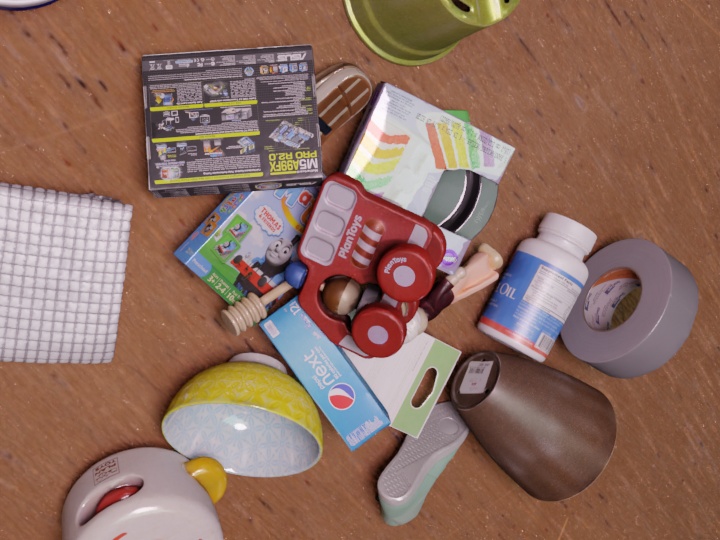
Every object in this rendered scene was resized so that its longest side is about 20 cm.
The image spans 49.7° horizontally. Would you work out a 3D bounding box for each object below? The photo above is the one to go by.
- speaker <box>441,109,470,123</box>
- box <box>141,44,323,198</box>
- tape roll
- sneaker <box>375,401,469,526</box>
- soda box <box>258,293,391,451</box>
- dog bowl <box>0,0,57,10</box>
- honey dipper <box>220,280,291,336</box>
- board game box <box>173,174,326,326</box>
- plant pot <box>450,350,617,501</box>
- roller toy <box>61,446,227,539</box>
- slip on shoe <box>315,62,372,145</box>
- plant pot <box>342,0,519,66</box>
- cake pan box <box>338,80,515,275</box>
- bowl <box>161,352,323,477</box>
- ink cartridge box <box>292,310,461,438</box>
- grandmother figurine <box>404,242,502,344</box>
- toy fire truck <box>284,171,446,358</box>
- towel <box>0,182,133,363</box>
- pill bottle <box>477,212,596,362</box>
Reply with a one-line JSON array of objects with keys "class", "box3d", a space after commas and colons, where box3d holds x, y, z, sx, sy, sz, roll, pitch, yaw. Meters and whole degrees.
[{"class": "speaker", "box3d": [0.106, -0.116, 1.057, 0.088, 0.088, 0.201, -4, 102, -22]}, {"class": "box", "box3d": [-0.147, -0.173, 0.902, 0.199, 0.044, 0.161, -5, 84, -4]}, {"class": "tape roll", "box3d": [0.392, 0.055, 1.150, 0.066, 0.200, 0.201, 29, 89, -27]}, {"class": "sneaker", "box3d": [0.091, 0.286, 1.153, 0.200, 0.074, 0.119, -42, 151, -31]}, {"class": "soda box", "box3d": [-0.044, 0.128, 1.000, 0.064, 0.068, 0.200, -35, 91, 0]}, {"class": "dog bowl", "box3d": [-0.370, -0.375, 0.803, 0.199, 0.079, 0.201, -5, 103, -23]}, {"class": "honey dipper", "box3d": [-0.085, 0.016, 0.988, 0.200, 0.038, 0.038, -33, 112, -25]}, {"class": "board game box", "box3d": [-0.114, -0.047, 0.977, 0.200, 0.037, 0.151, -49, 136, -8]}, {"class": "plant pot", "box3d": [0.230, 0.202, 1.116, 0.200, 0.187, 0.187, 36, 86, -25]}, {"class": "roller toy", "box3d": [-0.268, 0.317, 0.954, 0.182, 0.140, 0.201, 17, 104, -28]}, {"class": "slip on shoe", "box3d": [-0.077, -0.189, 0.980, 0.200, 0.061, 0.076, -41, 136, 8]}, {"class": "plant pot", "box3d": [0.100, -0.357, 0.950, 0.199, 0.184, 0.201, -5, 103, -22]}, {"class": "cake pan box", "box3d": [0.074, -0.112, 0.983, 0.199, 0.052, 0.185, 25, 98, -15]}, {"class": "bowl", "box3d": [-0.140, 0.170, 0.984, 0.200, 0.200, 0.108, 29, 47, -25]}, {"class": "ink cartridge box", "box3d": [0.026, 0.132, 1.092, 0.199, 0.048, 0.146, 28, 89, -25]}, {"class": "grandmother figurine", "box3d": [0.114, 0.034, 1.065, 0.200, 0.061, 0.122, -35, 158, -30]}, {"class": "toy fire truck", "box3d": [0.000, 0.000, 0.931, 0.167, 0.112, 0.201, 26, 116, 4]}, {"class": "towel", "box3d": [-0.356, 0.003, 0.886, 0.165, 0.086, 0.201, 5, 100, -22]}, {"class": "pill bottle", "box3d": [0.263, 0.022, 1.137, 0.112, 0.112, 0.201, 29, 88, -25]}]
